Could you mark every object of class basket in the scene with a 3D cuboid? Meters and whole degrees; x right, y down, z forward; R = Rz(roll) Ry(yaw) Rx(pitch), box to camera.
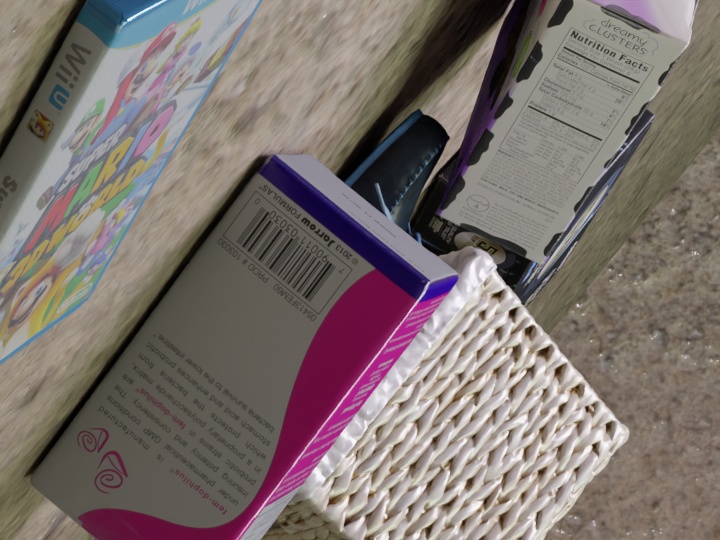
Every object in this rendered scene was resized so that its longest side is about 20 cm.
[{"bbox_3d":[0.021,0.117,1.720,0.200,0.161,0.198,-47,-168,-24],"label":"basket"}]

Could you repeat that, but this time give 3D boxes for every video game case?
[{"bbox_3d":[-0.098,-0.039,1.012,0.200,0.018,0.143,-57,170,32],"label":"video game case"}]

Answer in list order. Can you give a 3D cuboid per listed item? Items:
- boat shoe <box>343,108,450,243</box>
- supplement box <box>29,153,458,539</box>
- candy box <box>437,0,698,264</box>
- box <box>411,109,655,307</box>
[{"bbox_3d":[0.000,0.000,1.578,0.200,0.069,0.084,-56,171,29],"label":"boat shoe"},{"bbox_3d":[-0.055,0.052,1.372,0.200,0.101,0.103,-52,173,8],"label":"supplement box"},{"bbox_3d":[0.125,-0.132,1.530,0.200,0.071,0.168,119,-7,-50],"label":"candy box"},{"bbox_3d":[0.100,-0.031,1.966,0.164,0.086,0.200,-47,171,-37],"label":"box"}]
